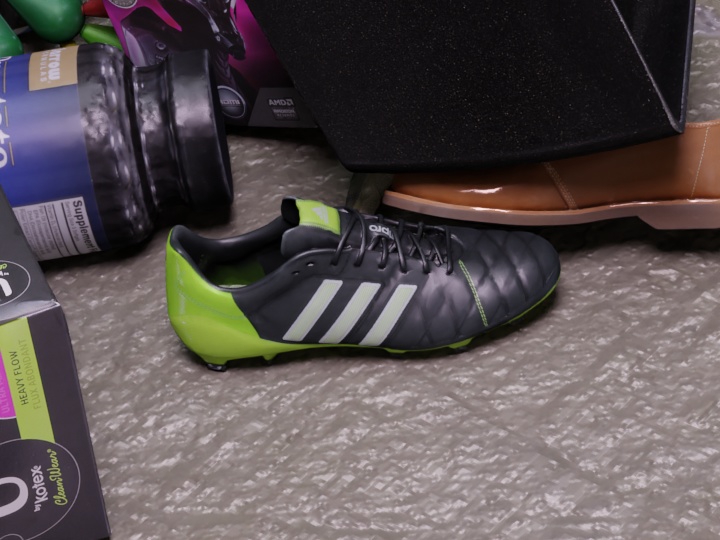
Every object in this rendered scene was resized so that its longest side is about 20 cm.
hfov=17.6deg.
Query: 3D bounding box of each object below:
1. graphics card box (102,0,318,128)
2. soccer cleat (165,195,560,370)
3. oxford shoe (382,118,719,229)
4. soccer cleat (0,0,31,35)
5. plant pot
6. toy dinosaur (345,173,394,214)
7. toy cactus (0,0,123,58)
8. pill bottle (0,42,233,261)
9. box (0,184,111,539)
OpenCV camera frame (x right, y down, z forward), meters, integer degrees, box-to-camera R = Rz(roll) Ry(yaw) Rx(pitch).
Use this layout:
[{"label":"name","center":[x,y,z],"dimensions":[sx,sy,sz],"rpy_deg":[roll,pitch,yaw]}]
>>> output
[{"label":"graphics card box","center":[-0.092,-0.173,1.290],"dimensions":[0.125,0.200,0.051],"rpy_deg":[4,41,35]},{"label":"soccer cleat","center":[0.000,0.000,1.162],"dimensions":[0.199,0.081,0.068],"rpy_deg":[-8,38,2]},{"label":"oxford shoe","center":[0.110,-0.056,1.202],"dimensions":[0.199,0.072,0.071],"rpy_deg":[-2,6,3]},{"label":"soccer cleat","center":[-0.262,-0.157,1.441],"dimensions":[0.199,0.070,0.086],"rpy_deg":[-22,19,-14]},{"label":"plant pot","center":[0.048,-0.161,1.181],"dimensions":[0.177,0.200,0.200],"rpy_deg":[-22,25,21]},{"label":"toy dinosaur","center":[0.027,-0.072,1.278],"dimensions":[0.088,0.048,0.200],"rpy_deg":[-8,36,26]},{"label":"toy cactus","center":[-0.221,-0.148,1.353],"dimensions":[0.199,0.102,0.166],"rpy_deg":[-13,76,-18]},{"label":"pill bottle","center":[-0.173,-0.061,1.252],"dimensions":[0.199,0.112,0.112],"rpy_deg":[-10,38,0]},{"label":"box","center":[-0.212,0.034,1.110],"dimensions":[0.124,0.149,0.200],"rpy_deg":[-18,38,-13]}]
